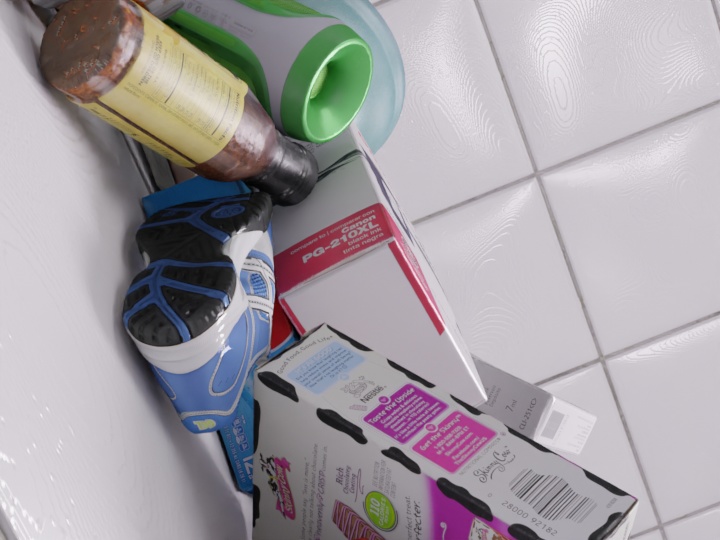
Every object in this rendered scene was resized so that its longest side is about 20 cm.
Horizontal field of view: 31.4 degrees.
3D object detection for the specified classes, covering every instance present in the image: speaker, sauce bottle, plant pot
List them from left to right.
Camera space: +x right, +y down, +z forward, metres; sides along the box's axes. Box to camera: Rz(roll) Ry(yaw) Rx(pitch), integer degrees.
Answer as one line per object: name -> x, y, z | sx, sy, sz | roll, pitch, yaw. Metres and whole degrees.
sauce bottle -> -0.097, -0.091, 0.748 | 0.200, 0.066, 0.066 | 33, 31, -54
speaker -> -0.091, -0.159, 0.858 | 0.200, 0.088, 0.088 | 30, -17, 26
plant pot -> -0.077, -0.123, 0.996 | 0.134, 0.200, 0.200 | -67, 142, -48

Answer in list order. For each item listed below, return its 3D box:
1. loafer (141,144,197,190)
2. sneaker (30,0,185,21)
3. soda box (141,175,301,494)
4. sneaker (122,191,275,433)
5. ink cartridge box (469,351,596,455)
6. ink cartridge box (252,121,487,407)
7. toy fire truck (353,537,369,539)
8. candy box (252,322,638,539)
loafer -> -0.098, -0.035, 0.914 | 0.072, 0.063, 0.200 | -94, 163, -81
sneaker -> -0.160, -0.183, 0.739 | 0.077, 0.078, 0.200 | 59, -1, 9
soda box -> -0.073, 0.039, 0.818 | 0.068, 0.064, 0.200 | 62, 6, -74
sneaker -> -0.085, 0.015, 0.714 | 0.200, 0.076, 0.077 | -78, 157, -63
ink cartridge box -> 0.097, 0.093, 1.075 | 0.176, 0.045, 0.200 | 26, -1, 22
ink cartridge box -> 0.000, 0.000, 0.869 | 0.145, 0.084, 0.200 | 59, 7, -31
toy fire truck -> 0.010, 0.240, 0.617 | 0.168, 0.112, 0.200 | 117, -43, -60
candy box -> 0.034, 0.133, 0.670 | 0.200, 0.061, 0.136 | 28, -48, 28
